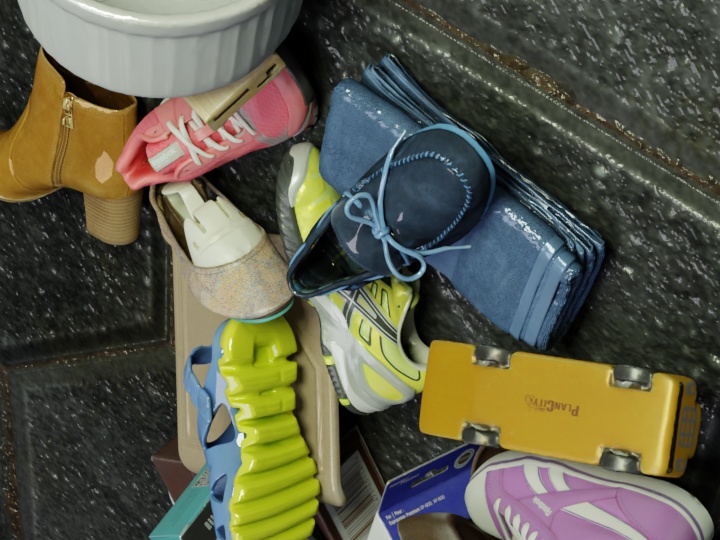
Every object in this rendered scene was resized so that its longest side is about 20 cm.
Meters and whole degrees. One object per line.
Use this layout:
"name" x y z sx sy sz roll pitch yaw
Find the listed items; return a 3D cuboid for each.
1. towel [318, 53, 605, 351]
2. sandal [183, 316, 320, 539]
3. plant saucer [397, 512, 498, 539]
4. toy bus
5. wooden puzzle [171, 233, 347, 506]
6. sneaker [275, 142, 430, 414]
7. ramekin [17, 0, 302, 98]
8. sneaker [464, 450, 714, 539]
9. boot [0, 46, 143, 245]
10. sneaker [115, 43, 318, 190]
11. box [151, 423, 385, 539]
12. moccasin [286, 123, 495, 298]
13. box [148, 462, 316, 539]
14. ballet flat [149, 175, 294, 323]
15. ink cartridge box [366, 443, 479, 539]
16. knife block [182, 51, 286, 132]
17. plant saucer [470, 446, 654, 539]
"towel" 0.063 -0.041 1.378 0.200 0.049 0.112 39 145 15
"sandal" -0.084 0.127 1.567 0.087 0.079 0.201 -4 88 51
"plant saucer" 0.107 0.229 1.458 0.200 0.032 0.200 41 -174 -5
"toy bus" 0.129 0.088 1.380 0.199 0.078 0.066 7 87 40
"wooden puzzle" -0.075 0.067 1.620 0.184 0.037 0.201 6 105 48
"sneaker" 0.000 0.000 1.492 0.076 0.075 0.201 -14 112 19
"ramekin" -0.120 -0.201 1.309 0.200 0.200 0.098 39 153 16
"sneaker" 0.119 0.177 1.404 0.200 0.114 0.073 1 125 51
"boot" -0.241 -0.116 1.660 0.200 0.071 0.145 26 134 27
"sneaker" -0.101 -0.095 1.485 0.074 0.087 0.200 54 147 -9
"box" -0.067 0.176 1.727 0.199 0.075 0.101 0 124 47
"moccasin" 0.018 -0.022 1.343 0.081 0.068 0.200 48 147 2
"box" -0.063 0.239 1.637 0.200 0.082 0.049 50 149 -20
"ballet flat" -0.107 -0.025 1.528 0.200 0.068 0.068 38 155 58
"ink cartridge box" 0.040 0.213 1.583 0.037 0.094 0.201 44 138 30
"knife block" -0.144 -0.190 1.394 0.176 0.064 0.200 47 180 -25
"plant saucer" 0.164 0.181 1.489 0.200 0.037 0.201 31 142 28
